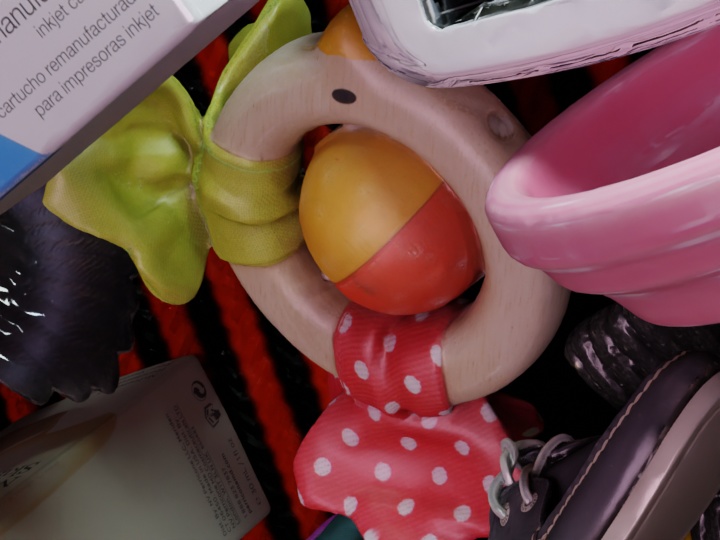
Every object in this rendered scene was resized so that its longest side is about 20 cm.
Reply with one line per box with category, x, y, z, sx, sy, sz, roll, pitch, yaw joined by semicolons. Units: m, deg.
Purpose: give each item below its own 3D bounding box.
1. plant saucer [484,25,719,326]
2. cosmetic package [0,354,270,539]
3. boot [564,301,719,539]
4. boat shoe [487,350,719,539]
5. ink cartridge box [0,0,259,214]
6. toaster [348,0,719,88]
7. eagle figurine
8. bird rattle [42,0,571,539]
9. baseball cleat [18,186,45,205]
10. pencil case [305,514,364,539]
plant saucer;0.130;-0.044;0.624;0.199;0.201;0.051;-22;103;34
cosmetic package;-0.130;0.110;0.832;0.105;0.200;0.072;-21;100;33
boot;0.115;0.083;0.756;0.158;0.079;0.211;42;114;-1
boat shoe;0.053;0.085;0.712;0.063;0.072;0.201;44;136;18
ink cartridge box;-0.130;-0.122;0.643;0.144;0.085;0.201;-35;94;35
toaster;0.078;-0.123;0.662;0.199;0.129;0.115;-10;106;32
eagle figurine;-0.194;-0.019;0.802;0.151;0.152;0.200;8;149;47
bird rattle;0.000;0.000;0.753;0.201;0.112;0.163;54;139;3
baseball cleat;-0.153;0.018;0.885;0.106;0.070;0.201;24;121;18
pencil case;0.030;0.185;0.844;0.085;0.092;0.201;-33;95;-8
